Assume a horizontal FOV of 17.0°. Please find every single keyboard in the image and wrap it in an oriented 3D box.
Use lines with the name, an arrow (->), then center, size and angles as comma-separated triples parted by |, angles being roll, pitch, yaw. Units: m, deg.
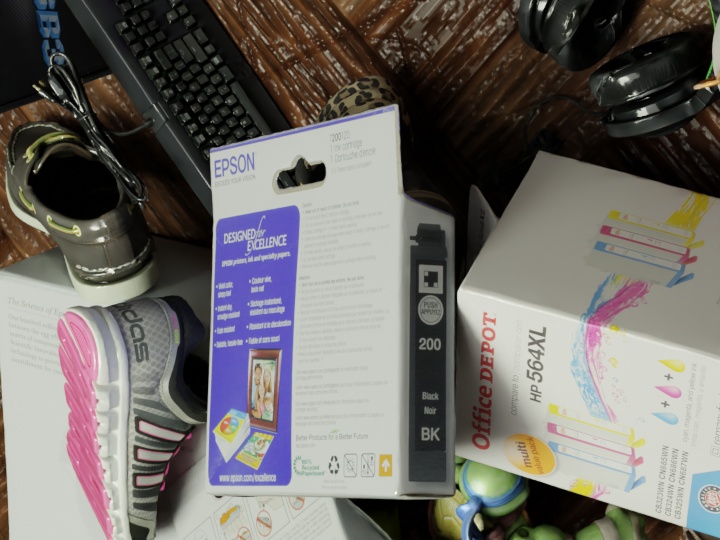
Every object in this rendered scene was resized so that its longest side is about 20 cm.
keyboard -> -0.116, -0.098, 1.461 | 0.200, 0.127, 0.021 | 55, 153, 6

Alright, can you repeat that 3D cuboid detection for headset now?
headset -> 0.128, -0.114, 1.295 | 0.124, 0.094, 0.200 | 49, 144, 12

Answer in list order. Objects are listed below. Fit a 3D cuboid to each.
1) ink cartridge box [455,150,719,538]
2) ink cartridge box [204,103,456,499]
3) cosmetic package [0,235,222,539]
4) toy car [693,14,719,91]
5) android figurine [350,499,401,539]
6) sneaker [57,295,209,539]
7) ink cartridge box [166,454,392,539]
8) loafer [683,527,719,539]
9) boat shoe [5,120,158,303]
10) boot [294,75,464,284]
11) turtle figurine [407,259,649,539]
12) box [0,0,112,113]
ink cartridge box -> 0.139, 0.037, 1.281 | 0.199, 0.125, 0.129 | 15, 133, 17
ink cartridge box -> -0.019, 0.022, 1.297 | 0.198, 0.043, 0.201 | -7, 82, 57
cosmetic package -> -0.118, 0.095, 1.531 | 0.198, 0.123, 0.201 | 13, 114, 32
toy car -> 0.243, -0.113, 1.144 | 0.176, 0.200, 0.185 | -10, 101, 38
android figurine -> 0.014, 0.229, 1.468 | 0.041, 0.182, 0.201 | -6, 103, -3
sneaker -> -0.124, 0.089, 1.412 | 0.074, 0.087, 0.201 | 54, 154, 41
ink cartridge box -> -0.034, 0.185, 1.387 | 0.162, 0.050, 0.201 | -42, 55, 44
loafer -> 0.210, 0.225, 1.331 | 0.071, 0.073, 0.201 | -16, 67, 5
boat shoe -> -0.179, -0.053, 1.514 | 0.201, 0.071, 0.061 | 48, 154, 52
boot -> 0.000, 0.000, 1.402 | 0.151, 0.073, 0.201 | -107, 25, -49
turtle figurine -> 0.100, 0.136, 1.421 | 0.143, 0.201, 0.194 | 11, 141, 2
box -> -0.226, -0.199, 1.454 | 0.049, 0.198, 0.201 | 1, 107, 37
